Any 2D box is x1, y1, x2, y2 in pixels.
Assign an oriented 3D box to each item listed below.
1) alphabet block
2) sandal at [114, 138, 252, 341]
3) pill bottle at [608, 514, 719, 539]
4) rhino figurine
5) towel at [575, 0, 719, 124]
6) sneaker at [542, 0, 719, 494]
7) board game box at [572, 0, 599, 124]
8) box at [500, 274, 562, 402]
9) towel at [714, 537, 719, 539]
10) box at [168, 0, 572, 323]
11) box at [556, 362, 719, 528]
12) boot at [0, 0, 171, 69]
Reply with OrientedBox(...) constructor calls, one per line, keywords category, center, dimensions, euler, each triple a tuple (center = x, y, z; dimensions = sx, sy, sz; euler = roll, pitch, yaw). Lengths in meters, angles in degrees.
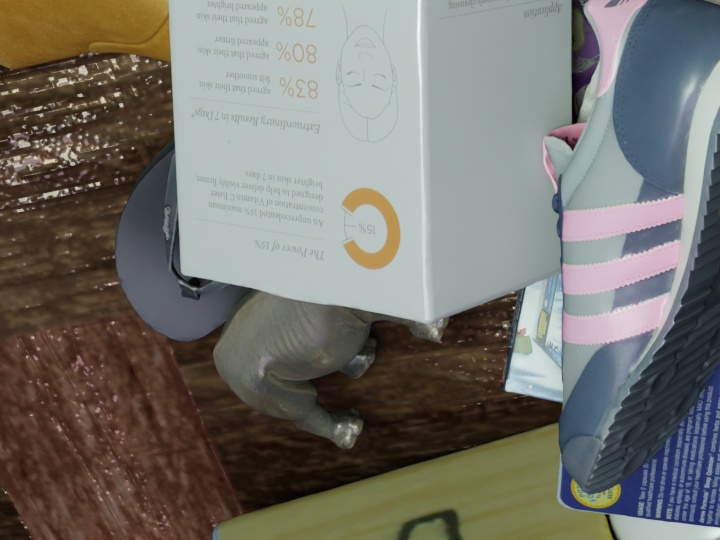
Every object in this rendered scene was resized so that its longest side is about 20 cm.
OrientedBox(category="alphabet block", center=(0.049, 0.225, 0.972), dimensions=(0.198, 0.197, 0.196), euler=(-15, 126, 3))
OrientedBox(category="sandal", center=(-0.062, -0.039, 0.911), dimensions=(0.076, 0.043, 0.201), euler=(26, 127, -10))
OrientedBox(category="pill bottle", center=(0.193, 0.135, 0.955), dimensions=(0.112, 0.113, 0.201), euler=(-20, 122, 23))
OrientedBox(category="rhino figurine", center=(0.000, 0.000, 0.910), dimensions=(0.087, 0.060, 0.200), euler=(17, 128, -24))
OrientedBox(category="towel", center=(0.153, -0.063, 0.720), dimensions=(0.132, 0.035, 0.201), euler=(25, 141, 7))
OrientedBox(category="sneaker", center=(0.099, -0.011, 0.717), dimensions=(0.082, 0.070, 0.201), euler=(37, 129, 31))
OrientedBox(category="board game box", center=(0.056, -0.123, 0.800), dimensions=(0.119, 0.032, 0.201), euler=(-18, 105, 17))
OrientedBox(category="box", center=(0.171, 0.006, 0.858), dimensions=(0.198, 0.040, 0.138), euler=(12, 89, 1))
OrientedBox(category="towel", center=(0.244, 0.165, 0.902), dimensions=(0.198, 0.030, 0.147), euler=(-18, 119, -6))
OrientedBox(category="box", center=(0.004, -0.095, 0.726), dimensions=(0.124, 0.097, 0.202), euler=(10, 108, 38))
OrientedBox(category="box", center=(0.182, 0.065, 0.798), dimensions=(0.198, 0.033, 0.122), euler=(6, 138, 8))
OrientedBox(category="boot", center=(-0.097, -0.112, 0.844), dimensions=(0.143, 0.071, 0.202), euler=(-23, 108, 32))
